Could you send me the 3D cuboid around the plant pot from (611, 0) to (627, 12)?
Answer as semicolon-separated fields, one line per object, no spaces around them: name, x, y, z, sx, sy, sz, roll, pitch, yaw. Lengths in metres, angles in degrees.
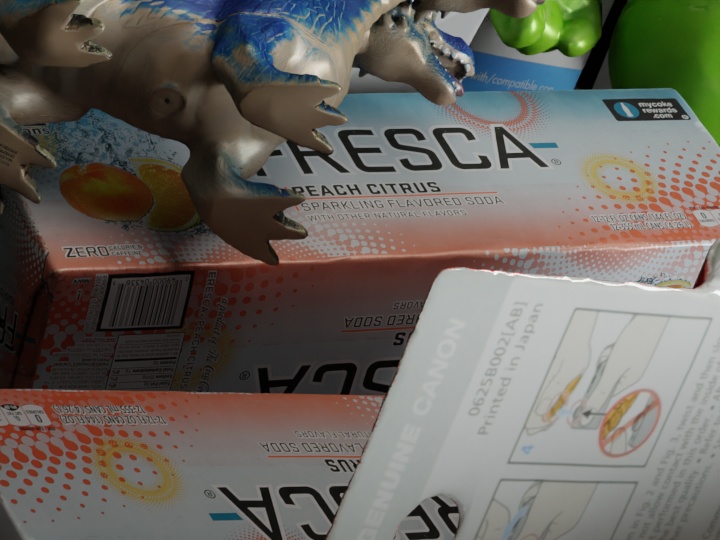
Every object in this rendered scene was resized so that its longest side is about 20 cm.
plant pot;0.099;-0.173;1.051;0.199;0.187;0.187;-2;40;-28

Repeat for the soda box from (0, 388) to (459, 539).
soda box;-0.010;0.072;0.643;0.199;0.064;0.068;3;38;-39

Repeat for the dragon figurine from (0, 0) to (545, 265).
dragon figurine;-0.054;-0.061;0.654;0.199;0.059;0.100;11;36;-10

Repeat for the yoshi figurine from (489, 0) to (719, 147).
yoshi figurine;0.085;-0.099;0.764;0.112;0.112;0.200;35;-11;38

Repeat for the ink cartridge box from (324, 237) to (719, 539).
ink cartridge box;0.054;0.064;0.605;0.199;0.163;0.057;8;24;-35

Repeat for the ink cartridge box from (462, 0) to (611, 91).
ink cartridge box;0.042;-0.146;0.875;0.068;0.201;0.116;7;28;-35

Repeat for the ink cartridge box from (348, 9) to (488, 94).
ink cartridge box;-0.057;-0.095;0.816;0.068;0.116;0.200;6;35;-39

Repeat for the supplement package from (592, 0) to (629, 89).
supplement package;0.187;-0.051;0.935;0.199;0.114;0.110;26;71;-8

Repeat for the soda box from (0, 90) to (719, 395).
soda box;0.000;0.000;0.714;0.199;0.064;0.069;-2;40;-26
